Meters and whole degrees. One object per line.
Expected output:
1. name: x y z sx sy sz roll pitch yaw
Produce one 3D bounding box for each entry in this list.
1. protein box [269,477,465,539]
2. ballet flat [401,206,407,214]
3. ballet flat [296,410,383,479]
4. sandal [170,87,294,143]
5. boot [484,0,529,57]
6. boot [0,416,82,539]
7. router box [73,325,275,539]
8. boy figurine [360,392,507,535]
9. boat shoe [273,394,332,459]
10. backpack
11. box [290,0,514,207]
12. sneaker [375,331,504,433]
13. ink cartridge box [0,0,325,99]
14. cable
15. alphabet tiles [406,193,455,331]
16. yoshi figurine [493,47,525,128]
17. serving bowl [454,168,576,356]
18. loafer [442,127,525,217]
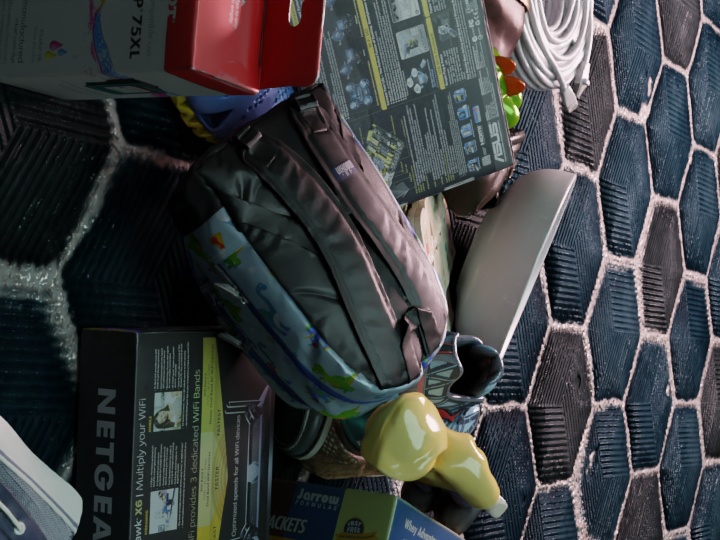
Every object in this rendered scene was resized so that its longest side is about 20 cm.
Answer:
1. protein box: -0.007 0.289 1.095 0.198 0.133 0.203 40 59 -52
2. ballet flat: 0.000 0.000 1.151 0.068 0.063 0.203 12 71 -13
3. ballet flat: 0.007 0.141 1.178 0.199 0.065 0.071 19 46 -58
4. sandal: -0.093 -0.143 0.974 0.200 0.086 0.081 35 61 -56
5. boot: 0.075 -0.223 1.252 0.198 0.072 0.169 8 93 -44
6. boot: -0.225 0.131 0.784 0.200 0.072 0.091 53 43 -47
7. router box: -0.124 0.140 0.971 0.157 0.052 0.203 4 88 -58
8. boy figurine: 0.052 0.143 1.048 0.065 0.123 0.200 -56 159 -9
9. boat shoe: -0.060 0.040 1.065 0.061 0.072 0.203 5 85 -47
10. backpack: -0.028 0.001 0.971 0.200 0.154 0.163 44 44 3
11. box: 0.024 -0.151 1.083 0.159 0.049 0.203 -22 114 -16
12. sneaker: 0.074 0.097 1.142 0.200 0.094 0.081 37 44 -64
13. ink cartridge box: -0.117 -0.164 0.822 0.067 0.198 0.118 11 83 -58
14. cable: 0.173 -0.282 1.420 0.200 0.068 0.203 37 60 -53
15. alphabet tiles: 0.063 -0.028 1.234 0.200 0.014 0.199 -68 150 -70
16. yoshi figurine: 0.043 -0.172 1.170 0.199 0.112 0.113 37 87 -26
17. serving bowl: 0.135 -0.008 1.334 0.200 0.065 0.203 23 89 -83
18. loafer: 0.101 -0.093 1.297 0.200 0.072 0.072 -37 137 -69
